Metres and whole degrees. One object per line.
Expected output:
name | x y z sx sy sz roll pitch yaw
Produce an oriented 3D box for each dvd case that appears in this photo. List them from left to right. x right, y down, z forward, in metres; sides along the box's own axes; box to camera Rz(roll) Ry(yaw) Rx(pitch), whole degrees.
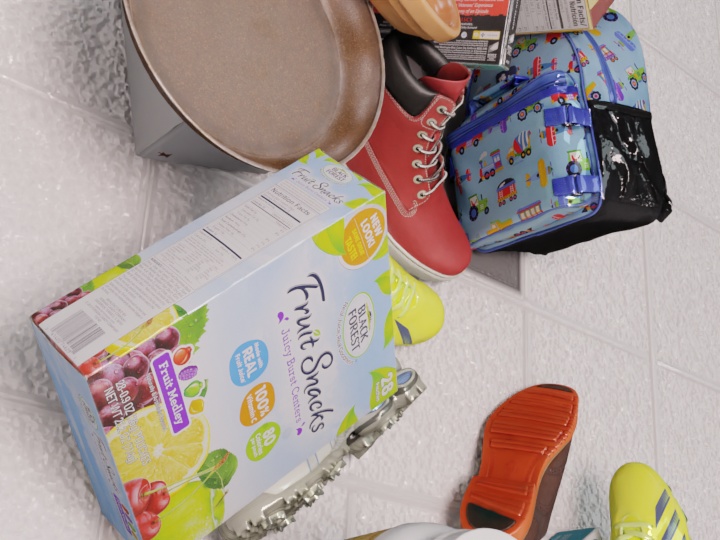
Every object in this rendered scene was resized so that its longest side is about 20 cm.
dvd case | 0.072 -0.266 0.872 0.022 0.144 0.203 8 91 -56

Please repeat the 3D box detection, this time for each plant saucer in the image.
plant saucer | -0.067 -0.150 0.663 0.198 0.032 0.203 17 64 -37
plant saucer | 0.008 -0.247 0.756 0.201 0.037 0.201 52 22 -31

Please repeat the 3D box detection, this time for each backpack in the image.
backpack | 0.159 -0.125 0.921 0.133 0.182 0.203 2 79 -35

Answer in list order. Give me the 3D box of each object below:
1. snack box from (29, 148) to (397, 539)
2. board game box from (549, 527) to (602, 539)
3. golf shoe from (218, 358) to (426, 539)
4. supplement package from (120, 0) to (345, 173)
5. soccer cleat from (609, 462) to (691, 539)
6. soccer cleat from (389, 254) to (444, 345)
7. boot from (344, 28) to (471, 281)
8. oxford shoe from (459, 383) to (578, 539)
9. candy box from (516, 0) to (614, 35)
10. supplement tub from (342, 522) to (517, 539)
snack box | -0.071 0.051 0.626 0.199 0.067 0.170 -35 139 -28
board game box | 0.174 0.334 0.862 0.150 0.047 0.203 -22 90 -45
golf shoe | -0.045 0.107 0.740 0.097 0.078 0.200 46 43 6
supplement package | -0.092 -0.186 0.757 0.116 0.116 0.203 4 72 -42
soccer cleat | 0.220 0.250 0.848 0.083 0.064 0.203 18 62 -36
soccer cleat | 0.000 0.001 0.796 0.199 0.083 0.066 31 55 -31
boot | 0.054 -0.085 0.837 0.201 0.143 0.073 52 47 -16
oxford shoe | 0.133 0.170 0.886 0.200 0.070 0.073 -50 138 -45
candy box | 0.122 -0.247 0.921 0.116 0.198 0.056 -51 132 -41
supplement tub | 0.009 0.230 0.631 0.144 0.199 0.147 22 56 -37
